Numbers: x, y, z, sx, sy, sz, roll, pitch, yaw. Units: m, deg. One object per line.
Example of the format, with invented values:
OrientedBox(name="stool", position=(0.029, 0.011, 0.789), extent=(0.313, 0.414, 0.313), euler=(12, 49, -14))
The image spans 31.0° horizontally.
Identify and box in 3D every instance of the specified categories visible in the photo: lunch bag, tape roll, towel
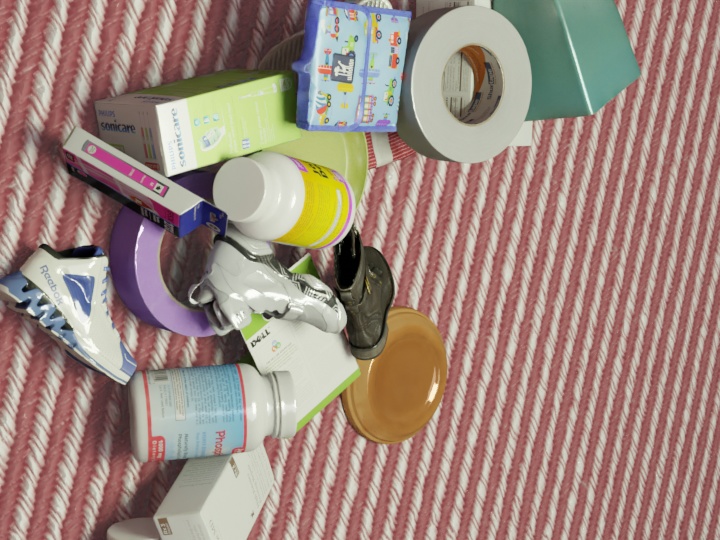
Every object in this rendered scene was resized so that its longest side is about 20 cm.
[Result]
OrientedBox(name="lunch bag", position=(-0.028, -0.248, 1.568), extent=(0.199, 0.093, 0.153), euler=(-14, 114, -61))
OrientedBox(name="tape roll", position=(0.129, -0.243, 1.702), extent=(0.198, 0.066, 0.203), euler=(-5, 100, -33))
OrientedBox(name="tape roll", position=(-0.209, -0.022, 1.607), extent=(0.198, 0.065, 0.203), euler=(-7, 100, -39))
OrientedBox(name="towel", position=(0.012, -0.213, 1.795), extent=(0.199, 0.023, 0.146), euler=(-21, 111, -37))

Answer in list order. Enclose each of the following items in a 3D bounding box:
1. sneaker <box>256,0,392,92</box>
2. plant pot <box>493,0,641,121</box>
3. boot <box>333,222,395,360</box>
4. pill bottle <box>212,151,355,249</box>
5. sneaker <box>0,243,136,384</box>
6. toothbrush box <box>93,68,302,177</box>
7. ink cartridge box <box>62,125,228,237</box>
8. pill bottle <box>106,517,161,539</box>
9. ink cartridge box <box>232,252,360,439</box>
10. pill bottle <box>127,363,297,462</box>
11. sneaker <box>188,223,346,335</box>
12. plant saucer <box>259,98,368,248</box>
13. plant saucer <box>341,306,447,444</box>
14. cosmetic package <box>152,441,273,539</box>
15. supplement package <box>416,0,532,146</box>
OrientedBox(name="sneaker", position=(-0.050, -0.294, 1.701), extent=(0.198, 0.082, 0.075), euler=(-29, 108, -8))
OrientedBox(name="plant pot", position=(0.268, -0.328, 1.777), extent=(0.141, 0.140, 0.202), euler=(-37, 115, -38))
OrientedBox(name="boot", position=(0.000, 0.000, 1.702), extent=(0.175, 0.068, 0.202), euler=(75, 10, -48))
OrientedBox(name="pill bottle", position=(-0.092, -0.084, 1.553), extent=(0.199, 0.103, 0.106), euler=(9, 91, -63))
OrientedBox(name="sneaker", position=(-0.318, 0.037, 1.511), extent=(0.200, 0.080, 0.116), euler=(47, 70, -33))
OrientedBox(name="toothbrush box", position=(-0.192, -0.179, 1.544), extent=(0.199, 0.145, 0.087), euler=(-20, 110, -38))
OrientedBox(name="ink cartridge box", position=(-0.244, -0.089, 1.479), extent=(0.198, 0.095, 0.037), euler=(28, 74, 0))
OrientedBox(name="pill bottle", position=(-0.266, 0.413, 1.594), extent=(0.110, 0.110, 0.203), euler=(-9, 103, -39))
OrientedBox(name="ink cartridge box", position=(-0.100, 0.093, 1.703), extent=(0.147, 0.075, 0.202), euler=(-39, 123, -30))
OrientedBox(name="pill bottle", position=(-0.181, 0.171, 1.587), extent=(0.197, 0.109, 0.110), euler=(-4, 100, -13))
OrientedBox(name="sneaker", position=(-0.116, 0.043, 1.581), extent=(0.199, 0.075, 0.116), euler=(38, 67, -17))
OrientedBox(name="plant saucer", position=(-0.068, -0.132, 1.697), extent=(0.199, 0.031, 0.203), euler=(-16, 112, -44))
OrientedBox(name="plant saucer", position=(0.058, 0.154, 1.881), extent=(0.198, 0.037, 0.203), euler=(-8, 102, -40))
OrientedBox(name="cosmetic package", position=(-0.178, 0.284, 1.615), extent=(0.201, 0.073, 0.103), euler=(-66, 141, -60))
OrientedBox(name="supplement package", position=(0.162, -0.280, 1.844), extent=(0.155, 0.110, 0.203), euler=(-6, 101, -48))
